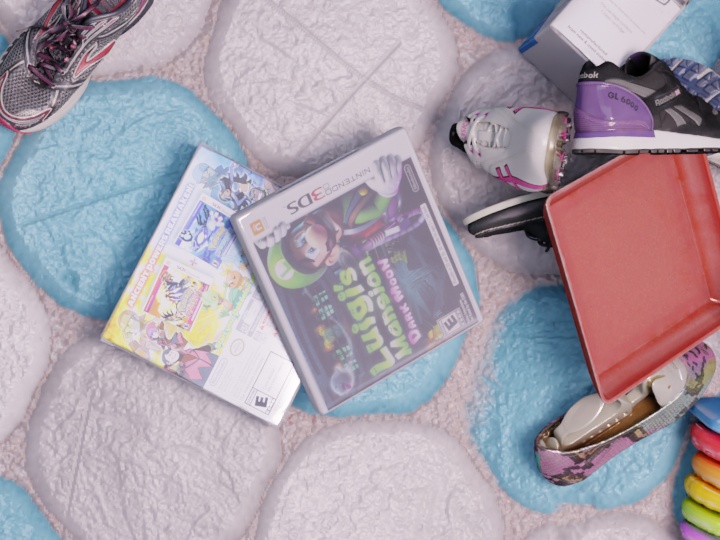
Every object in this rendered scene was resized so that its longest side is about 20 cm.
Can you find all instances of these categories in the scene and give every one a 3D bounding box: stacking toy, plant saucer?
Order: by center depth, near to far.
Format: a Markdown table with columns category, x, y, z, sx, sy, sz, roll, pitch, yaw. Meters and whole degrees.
| category | x | y | z | sx | sy | sz | roll | pitch | yaw |
| --- | --- | --- | --- | --- | --- | --- | --- | --- | --- |
| plant saucer | 0.249 | -0.012 | 1.613 | 0.200 | 0.037 | 0.201 | -29 | 110 | -32 |
| stacking toy | 0.333 | 0.227 | 1.656 | 0.115 | 0.110 | 0.201 | 19 | 97 | -9 |

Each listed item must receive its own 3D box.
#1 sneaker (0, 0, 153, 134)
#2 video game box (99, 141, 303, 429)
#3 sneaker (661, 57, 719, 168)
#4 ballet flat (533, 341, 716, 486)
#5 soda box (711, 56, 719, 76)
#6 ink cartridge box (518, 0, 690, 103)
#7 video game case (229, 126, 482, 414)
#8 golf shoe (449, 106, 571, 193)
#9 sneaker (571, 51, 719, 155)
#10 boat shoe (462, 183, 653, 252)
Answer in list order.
| category | x | y | z | sx | sy | sz | roll | pitch | yaw |
| --- | --- | --- | --- | --- | --- | --- | --- | --- | --- |
| sneaker | -0.260 | -0.211 | 1.600 | 0.080 | 0.075 | 0.200 | 37 | 85 | -4 |
| video game box | -0.112 | 0.014 | 1.625 | 0.182 | 0.047 | 0.201 | 28 | 85 | -9 |
| sneaker | 0.345 | -0.122 | 1.676 | 0.200 | 0.085 | 0.077 | 41 | 96 | 18 |
| ballet flat | 0.243 | 0.122 | 1.649 | 0.200 | 0.071 | 0.069 | -35 | 53 | -5 |
| soda box | 0.382 | -0.194 | 1.615 | 0.063 | 0.200 | 0.069 | 34 | 86 | -5 |
| ink cartridge box | 0.249 | -0.256 | 1.627 | 0.086 | 0.146 | 0.200 | 40 | 84 | -4 |
| video game case | 0.000 | 0.000 | 1.610 | 0.181 | 0.023 | 0.201 | -29 | 108 | -18 |
| golf shoe | 0.130 | -0.108 | 1.581 | 0.092 | 0.200 | 0.073 | 9 | 91 | -7 |
| sneaker | 0.264 | -0.144 | 1.541 | 0.199 | 0.076 | 0.088 | -3 | 93 | -42 |
| boat shoe | 0.193 | -0.045 | 1.651 | 0.198 | 0.074 | 0.067 | -13 | 87 | -20 |
